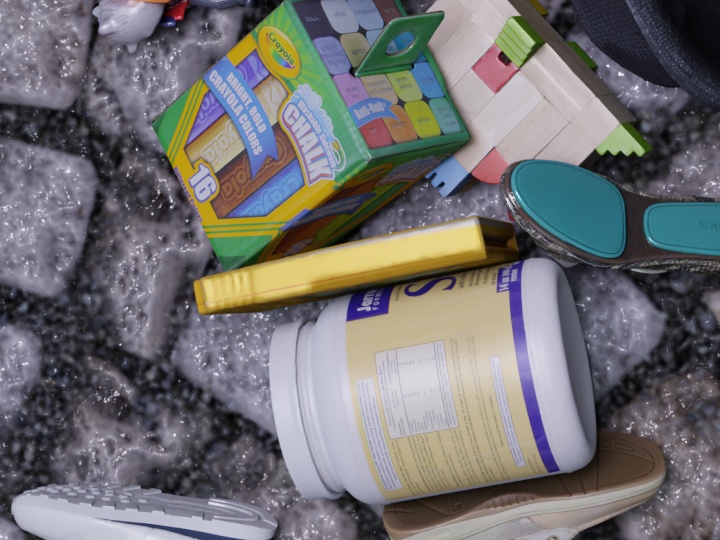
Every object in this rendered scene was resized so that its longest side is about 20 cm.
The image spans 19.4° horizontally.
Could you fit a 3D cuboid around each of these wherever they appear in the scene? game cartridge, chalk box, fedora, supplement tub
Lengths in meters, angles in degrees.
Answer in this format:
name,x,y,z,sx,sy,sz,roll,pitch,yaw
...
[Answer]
name,x,y,z,sx,sy,sz,roll,pitch,yaw
game cartridge,0.000,0.000,1.424,0.198,0.176,0.033,-14,87,12
chalk box,-0.019,-0.105,1.414,0.200,0.124,0.125,-36,77,38
fedora,0.203,-0.193,1.416,0.091,0.199,0.203,-17,85,47
supplement tub,0.050,0.079,1.427,0.198,0.145,0.147,-11,87,12

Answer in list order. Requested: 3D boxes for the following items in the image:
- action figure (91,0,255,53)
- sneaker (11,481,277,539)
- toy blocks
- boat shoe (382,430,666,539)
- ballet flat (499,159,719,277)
name,x,y,z,sx,sy,sz,roll,pitch,yaw
action figure,-0.172,-0.254,1.502,0.198,0.105,0.196,1,80,10
sneaker,-0.159,0.200,1.511,0.198,0.076,0.081,10,101,13
toy blocks,0.089,-0.110,1.459,0.137,0.100,0.200,-45,81,20
boat shoe,0.117,0.167,1.460,0.198,0.072,0.065,-16,123,7
ballet flat,0.174,-0.024,1.415,0.198,0.075,0.068,9,66,-17
